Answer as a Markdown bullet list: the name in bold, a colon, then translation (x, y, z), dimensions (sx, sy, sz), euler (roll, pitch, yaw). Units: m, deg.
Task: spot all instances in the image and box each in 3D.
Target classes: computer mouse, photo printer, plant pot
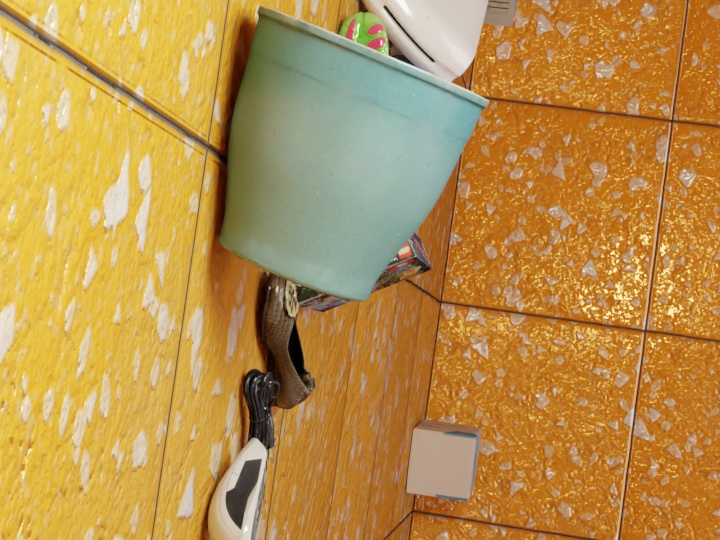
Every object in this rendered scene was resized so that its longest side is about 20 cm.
- **computer mouse**: translation (-0.107, 0.188, 1.332), dimensions (0.201, 0.043, 0.111), euler (-81, 179, -57)
- **photo printer**: translation (0.079, -0.332, 1.821), dimensions (0.166, 0.069, 0.201), euler (44, 37, -22)
- **plant pot**: translation (-0.023, -0.086, 1.198), dimensions (0.200, 0.198, 0.190), euler (-25, 138, -81)

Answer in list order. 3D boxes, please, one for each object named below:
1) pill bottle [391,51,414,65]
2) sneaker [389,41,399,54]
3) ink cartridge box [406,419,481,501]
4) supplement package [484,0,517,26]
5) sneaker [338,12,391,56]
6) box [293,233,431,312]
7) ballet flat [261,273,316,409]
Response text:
- **pill bottle**: translation (0.049, -0.202, 1.836), dimensions (0.201, 0.111, 0.114), euler (-67, 163, -61)
- **sneaker**: translation (0.055, -0.290, 1.991), dimensions (0.091, 0.066, 0.203), euler (-65, 165, -74)
- **ink cartridge box**: translation (0.191, 0.427, 3.381), dimensions (0.200, 0.145, 0.148), euler (-3, 100, -82)
- **supplement package**: translation (0.193, -0.534, 2.445), dimensions (0.201, 0.148, 0.153), euler (89, 13, -51)
- **sneaker**: translation (0.008, -0.188, 1.685), dimensions (0.084, 0.076, 0.203), euler (-31, 130, -75)
- **box**: translation (0.000, 0.000, 1.583), dimensions (0.200, 0.135, 0.038), euler (24, 45, -82)
- **ballet flat**: translation (-0.069, 0.071, 1.467), dimensions (0.201, 0.046, 0.068), euler (89, 11, -48)
